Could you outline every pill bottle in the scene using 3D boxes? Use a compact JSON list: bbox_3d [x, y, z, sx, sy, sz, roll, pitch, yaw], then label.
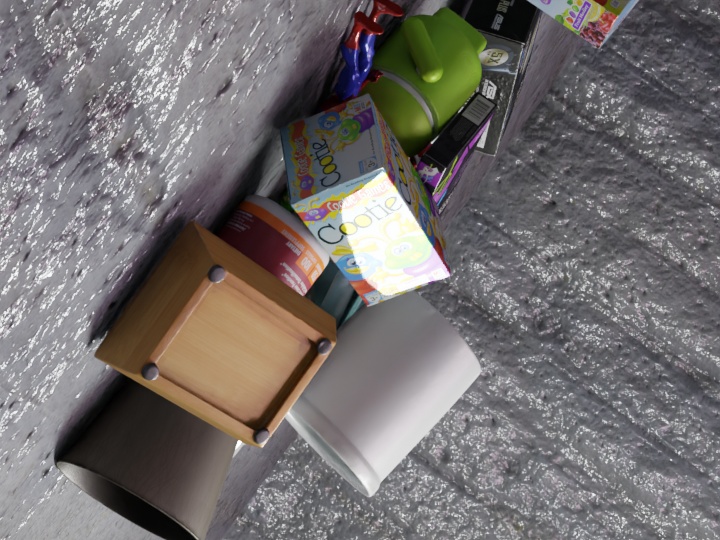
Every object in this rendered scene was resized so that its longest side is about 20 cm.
[{"bbox_3d":[-0.131,0.030,1.468,0.200,0.113,0.113,-53,173,-12],"label":"pill bottle"}]

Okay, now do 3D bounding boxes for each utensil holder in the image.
[{"bbox_3d":[0.021,0.137,1.677,0.200,0.170,0.170,-44,171,-12],"label":"utensil holder"}]

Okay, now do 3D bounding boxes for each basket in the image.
[{"bbox_3d":[-0.199,0.169,1.533,0.201,0.180,0.136,-61,-166,-24],"label":"basket"}]

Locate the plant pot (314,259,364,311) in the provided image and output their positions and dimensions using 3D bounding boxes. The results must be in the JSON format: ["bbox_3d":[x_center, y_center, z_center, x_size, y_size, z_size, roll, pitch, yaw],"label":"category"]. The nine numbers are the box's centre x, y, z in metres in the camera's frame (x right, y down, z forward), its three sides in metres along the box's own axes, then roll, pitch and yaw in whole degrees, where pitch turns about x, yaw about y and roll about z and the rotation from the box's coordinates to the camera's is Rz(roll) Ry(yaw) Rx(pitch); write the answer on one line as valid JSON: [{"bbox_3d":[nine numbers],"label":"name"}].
[{"bbox_3d":[-0.064,0.085,1.879,0.201,0.187,0.200,-53,174,-9],"label":"plant pot"}]

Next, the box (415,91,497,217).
[{"bbox_3d":[0.084,-0.095,1.651,0.143,0.036,0.200,-51,171,-43],"label":"box"}]

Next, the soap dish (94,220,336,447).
[{"bbox_3d":[-0.129,0.070,1.359,0.158,0.200,0.081,-54,-146,1],"label":"soap dish"}]

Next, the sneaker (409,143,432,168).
[{"bbox_3d":[0.034,-0.144,1.728,0.112,0.071,0.200,-36,159,-1],"label":"sneaker"}]

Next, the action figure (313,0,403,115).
[{"bbox_3d":[-0.009,-0.197,1.497,0.066,0.052,0.200,-54,176,-40],"label":"action figure"}]

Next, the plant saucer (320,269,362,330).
[{"bbox_3d":[0.000,0.000,1.722,0.201,0.027,0.200,-59,174,-10],"label":"plant saucer"}]

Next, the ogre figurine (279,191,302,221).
[{"bbox_3d":[-0.062,-0.043,1.668,0.120,0.098,0.200,-46,169,32],"label":"ogre figurine"}]

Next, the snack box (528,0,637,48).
[{"bbox_3d":[0.258,-0.390,1.735,0.169,0.200,0.068,-49,171,-33],"label":"snack box"}]

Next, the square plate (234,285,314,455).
[{"bbox_3d":[-0.107,0.115,1.654,0.199,0.028,0.200,-53,-165,16],"label":"square plate"}]

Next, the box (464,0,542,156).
[{"bbox_3d":[0.178,-0.284,1.890,0.201,0.086,0.164,100,10,-48],"label":"box"}]

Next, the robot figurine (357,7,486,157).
[{"bbox_3d":[0.059,-0.208,1.607,0.200,0.116,0.176,-51,-179,-27],"label":"robot figurine"}]

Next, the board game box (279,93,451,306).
[{"bbox_3d":[0.008,-0.070,1.476,0.102,0.105,0.200,-20,142,14],"label":"board game box"}]
